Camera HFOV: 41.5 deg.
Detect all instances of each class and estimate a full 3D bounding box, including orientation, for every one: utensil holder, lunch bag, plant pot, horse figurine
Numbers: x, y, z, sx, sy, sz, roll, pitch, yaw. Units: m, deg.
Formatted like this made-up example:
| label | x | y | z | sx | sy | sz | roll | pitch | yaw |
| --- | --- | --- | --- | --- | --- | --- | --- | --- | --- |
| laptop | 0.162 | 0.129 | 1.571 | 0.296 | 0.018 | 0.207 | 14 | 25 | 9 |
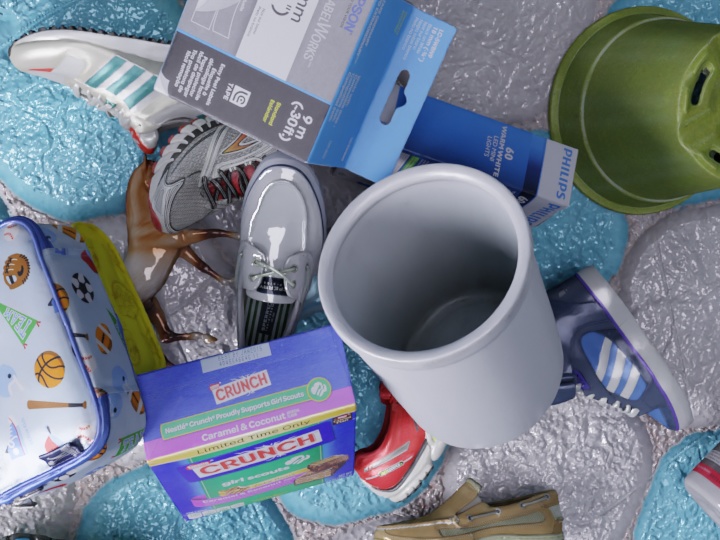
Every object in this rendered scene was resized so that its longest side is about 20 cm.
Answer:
| label | x | y | z | sx | sy | sz | roll | pitch | yaw |
| --- | --- | --- | --- | --- | --- | --- | --- | --- | --- |
| utensil holder | 0.077 | 0.040 | 0.789 | 0.169 | 0.170 | 0.201 | -37 | 143 | -3 |
| lunch bag | -0.256 | 0.074 | 0.713 | 0.158 | 0.075 | 0.203 | -25 | 79 | 16 |
| plant pot | 0.294 | -0.146 | 0.850 | 0.196 | 0.190 | 0.204 | -1 | 97 | -9 |
| horse figurine | -0.179 | 0.014 | 0.857 | 0.131 | 0.050 | 0.203 | 24 | 98 | -1 |

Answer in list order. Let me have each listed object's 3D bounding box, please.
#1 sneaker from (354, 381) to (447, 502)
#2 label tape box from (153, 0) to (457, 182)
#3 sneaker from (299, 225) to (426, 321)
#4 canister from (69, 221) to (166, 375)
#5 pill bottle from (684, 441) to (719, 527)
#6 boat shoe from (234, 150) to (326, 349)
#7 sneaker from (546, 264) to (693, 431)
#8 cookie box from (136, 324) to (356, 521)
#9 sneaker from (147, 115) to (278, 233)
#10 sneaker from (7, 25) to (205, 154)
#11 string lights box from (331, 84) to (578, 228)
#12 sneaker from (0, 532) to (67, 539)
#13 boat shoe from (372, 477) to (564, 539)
| label | x | y | z | sx | sy | sz | roll | pitch | yaw |
| --- | --- | --- | --- | --- | --- | --- | --- | --- | --- |
| sneaker | 0.060 | 0.122 | 0.907 | 0.084 | 0.077 | 0.202 | 33 | 88 | -2 |
| label tape box | -0.040 | -0.167 | 0.741 | 0.197 | 0.063 | 0.146 | 25 | 103 | -3 |
| sneaker | 0.000 | 0.000 | 0.884 | 0.196 | 0.074 | 0.083 | -16 | 115 | 3 |
| canister | -0.283 | 0.073 | 0.802 | 0.198 | 0.086 | 0.150 | -28 | 82 | 9 |
| pill bottle | 0.433 | 0.183 | 0.958 | 0.200 | 0.111 | 0.111 | -45 | 102 | -1 |
| boat shoe | -0.068 | 0.004 | 0.795 | 0.072 | 0.067 | 0.203 | 6 | 123 | -1 |
| sneaker | 0.219 | 0.109 | 0.934 | 0.146 | 0.081 | 0.201 | -36 | 105 | 5 |
| cookie box | -0.090 | 0.137 | 0.814 | 0.168 | 0.201 | 0.076 | -14 | 63 | -8 |
| sneaker | -0.095 | -0.096 | 0.810 | 0.199 | 0.078 | 0.082 | -38 | 58 | -20 |
| sneaker | -0.204 | -0.152 | 0.823 | 0.196 | 0.070 | 0.095 | 5 | 92 | -14 |
| string lights box | 0.083 | -0.097 | 0.859 | 0.197 | 0.103 | 0.060 | 17 | 72 | -12 |
| sneaker | -0.256 | 0.281 | 0.878 | 0.198 | 0.081 | 0.074 | 27 | 64 | -29 |
| boat shoe | 0.106 | 0.244 | 0.939 | 0.196 | 0.072 | 0.078 | 1 | 83 | -17 |
